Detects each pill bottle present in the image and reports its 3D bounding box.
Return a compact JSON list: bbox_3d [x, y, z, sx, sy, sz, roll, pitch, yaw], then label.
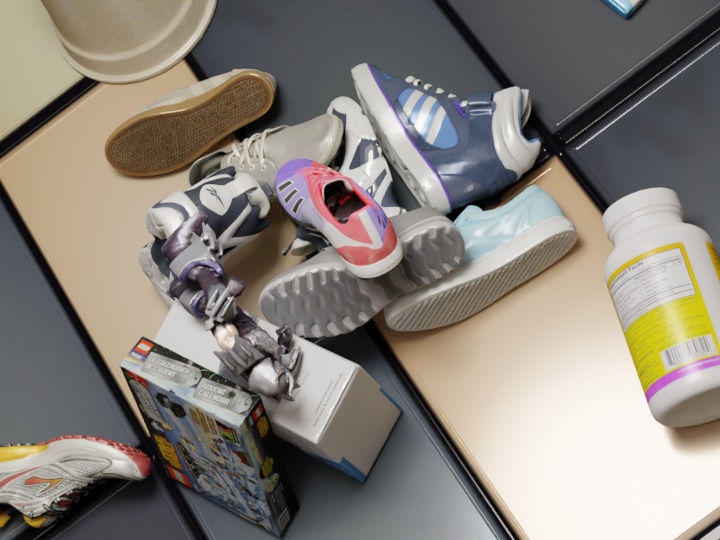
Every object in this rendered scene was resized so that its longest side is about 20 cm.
[{"bbox_3d":[0.281,0.030,1.580,0.104,0.104,0.201,-20,65,11],"label":"pill bottle"}]

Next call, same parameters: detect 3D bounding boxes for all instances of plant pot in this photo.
[{"bbox_3d":[-0.275,-0.328,1.863,0.199,0.184,0.202,-7,68,17],"label":"plant pot"}]

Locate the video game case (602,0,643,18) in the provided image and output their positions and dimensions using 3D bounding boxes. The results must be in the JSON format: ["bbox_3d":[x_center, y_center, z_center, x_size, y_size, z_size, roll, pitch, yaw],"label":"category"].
[{"bbox_3d":[0.279,-0.369,1.766,0.143,0.018,0.200,42,87,16],"label":"video game case"}]

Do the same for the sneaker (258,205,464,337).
[{"bbox_3d":[0.000,0.000,1.648,0.199,0.075,0.082,-20,27,2],"label":"sneaker"}]

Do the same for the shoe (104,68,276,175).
[{"bbox_3d":[-0.174,-0.156,1.840,0.199,0.070,0.053,-22,22,14],"label":"shoe"}]

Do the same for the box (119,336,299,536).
[{"bbox_3d":[-0.136,0.155,1.622,0.136,0.201,0.040,24,61,24],"label":"box"}]

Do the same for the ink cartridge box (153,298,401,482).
[{"bbox_3d":[-0.080,0.105,1.652,0.199,0.145,0.084,25,80,25],"label":"ink cartridge box"}]

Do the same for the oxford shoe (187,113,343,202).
[{"bbox_3d":[-0.098,-0.107,1.746,0.199,0.058,0.076,-21,46,38],"label":"oxford shoe"}]

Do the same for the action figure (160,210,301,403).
[{"bbox_3d":[-0.109,0.041,1.537,0.069,0.130,0.200,-35,50,-5],"label":"action figure"}]

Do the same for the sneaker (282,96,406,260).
[{"bbox_3d":[-0.028,-0.068,1.736,0.129,0.080,0.200,-22,74,0],"label":"sneaker"}]

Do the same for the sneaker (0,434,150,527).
[{"bbox_3d":[-0.292,0.210,1.731,0.199,0.078,0.083,-12,70,25],"label":"sneaker"}]

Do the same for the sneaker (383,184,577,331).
[{"bbox_3d":[0.103,-0.013,1.680,0.199,0.074,0.082,-27,59,-3],"label":"sneaker"}]

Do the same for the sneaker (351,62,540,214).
[{"bbox_3d":[0.092,-0.152,1.737,0.146,0.081,0.201,-27,57,-6],"label":"sneaker"}]

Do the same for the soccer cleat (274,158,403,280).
[{"bbox_3d":[-0.026,-0.066,1.609,0.068,0.074,0.200,-29,38,-11],"label":"soccer cleat"}]

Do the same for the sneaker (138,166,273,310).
[{"bbox_3d":[-0.142,-0.035,1.715,0.129,0.200,0.080,-31,69,-19],"label":"sneaker"}]
